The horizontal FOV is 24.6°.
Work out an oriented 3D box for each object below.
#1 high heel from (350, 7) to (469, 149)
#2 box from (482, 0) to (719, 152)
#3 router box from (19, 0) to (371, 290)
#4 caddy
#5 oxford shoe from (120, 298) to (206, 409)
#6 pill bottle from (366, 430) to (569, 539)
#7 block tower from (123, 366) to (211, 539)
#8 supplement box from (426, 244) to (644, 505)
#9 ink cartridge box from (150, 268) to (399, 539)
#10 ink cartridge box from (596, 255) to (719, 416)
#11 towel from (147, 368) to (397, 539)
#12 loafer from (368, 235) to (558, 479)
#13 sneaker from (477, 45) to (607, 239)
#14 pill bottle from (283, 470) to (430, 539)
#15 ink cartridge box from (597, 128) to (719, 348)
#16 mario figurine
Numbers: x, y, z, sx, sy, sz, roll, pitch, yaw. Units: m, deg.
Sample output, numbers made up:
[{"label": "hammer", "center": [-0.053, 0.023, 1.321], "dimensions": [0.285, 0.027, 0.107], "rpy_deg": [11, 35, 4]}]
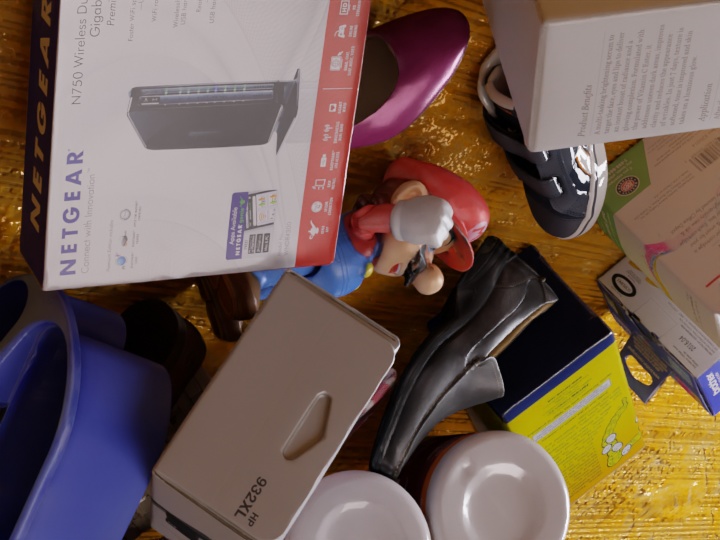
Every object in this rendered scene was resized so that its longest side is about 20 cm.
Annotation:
[{"label": "high heel", "center": [-0.024, -0.108, 0.985], "dimensions": [0.199, 0.068, 0.096], "rpy_deg": [-37, 155, 0]}, {"label": "box", "center": [0.182, -0.172, 0.987], "dimensions": [0.198, 0.153, 0.107], "rpy_deg": [-7, 142, -5]}, {"label": "router box", "center": [-0.090, -0.094, 0.901], "dimensions": [0.178, 0.049, 0.202], "rpy_deg": [-6, 120, -27]}, {"label": "caddy", "center": [-0.200, 0.102, 0.971], "dimensions": [0.104, 0.141, 0.201], "rpy_deg": [15, 107, -39]}, {"label": "oxford shoe", "center": [-0.174, 0.111, 1.086], "dimensions": [0.200, 0.071, 0.071], "rpy_deg": [-45, 150, 4]}, {"label": "pill bottle", "center": [0.070, 0.185, 1.278], "dimensions": [0.113, 0.115, 0.200], "rpy_deg": [-25, -179, -21]}, {"label": "block tower", "center": [-0.172, 0.153, 1.144], "dimensions": [0.199, 0.054, 0.058], "rpy_deg": [-35, 145, -8]}, {"label": "supplement box", "center": [0.145, 0.094, 1.328], "dimensions": [0.109, 0.109, 0.201], "rpy_deg": [-35, 145, -6]}, {"label": "ink cartridge box", "center": [-0.058, 0.103, 1.007], "dimensions": [0.146, 0.083, 0.200], "rpy_deg": [-57, 177, -18]}, {"label": "ink cartridge box", "center": [0.292, 0.022, 1.364], "dimensions": [0.199, 0.137, 0.076], "rpy_deg": [-38, 140, -3]}, {"label": "towel", "center": [-0.067, 0.142, 1.191], "dimensions": [0.199, 0.030, 0.146], "rpy_deg": [-34, 172, -26]}, {"label": "loafer", "center": [0.074, 0.071, 1.201], "dimensions": [0.201, 0.072, 0.073], "rpy_deg": [-58, 177, -17]}, {"label": "sneaker", "center": [0.121, -0.101, 1.126], "dimensions": [0.079, 0.078, 0.202], "rpy_deg": [-25, 131, -28]}, {"label": "pill bottle", "center": [-0.028, 0.214, 1.232], "dimensions": [0.111, 0.113, 0.200], "rpy_deg": [-25, 176, -20]}, {"label": "ink cartridge box", "center": [0.278, -0.022, 1.248], "dimensions": [0.117, 0.200, 0.067], "rpy_deg": [-37, 145, -4]}, {"label": "mario figurine", "center": [0.000, 0.000, 1.085], "dimensions": [0.198, 0.123, 0.107], "rpy_deg": [-21, 115, -17]}]
